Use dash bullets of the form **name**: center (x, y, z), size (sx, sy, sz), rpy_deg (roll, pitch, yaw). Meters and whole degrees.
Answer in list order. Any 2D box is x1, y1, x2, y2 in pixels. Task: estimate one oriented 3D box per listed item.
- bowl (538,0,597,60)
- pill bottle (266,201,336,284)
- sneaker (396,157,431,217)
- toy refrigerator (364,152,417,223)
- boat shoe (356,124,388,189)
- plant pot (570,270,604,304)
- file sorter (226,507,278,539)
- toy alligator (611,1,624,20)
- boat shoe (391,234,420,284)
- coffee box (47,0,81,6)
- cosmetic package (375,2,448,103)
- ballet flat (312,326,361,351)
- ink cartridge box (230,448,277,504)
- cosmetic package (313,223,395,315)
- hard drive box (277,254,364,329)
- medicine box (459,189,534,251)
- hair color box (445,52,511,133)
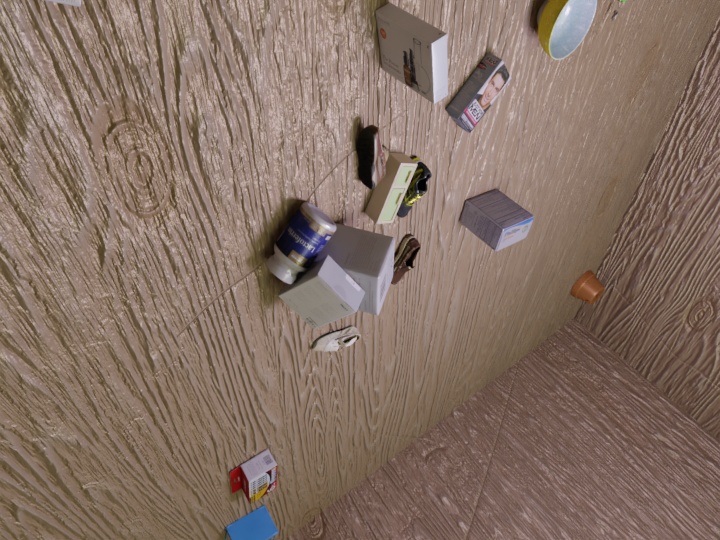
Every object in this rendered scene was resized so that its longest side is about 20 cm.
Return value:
- **bowl**: center (0.584, -0.741, 1.558), size (0.198, 0.108, 0.203), rpy_deg (-29, 144, -24)
- **pill bottle**: center (-0.163, -0.072, 1.434), size (0.202, 0.116, 0.115), rpy_deg (-53, 146, 11)
- **sneaker**: center (0.158, -0.242, 1.638), size (0.073, 0.085, 0.203), rpy_deg (-15, 137, -36)
- **toy refrigerator**: center (0.091, -0.241, 1.578), size (0.075, 0.070, 0.203), rpy_deg (-7, 131, -43)
- **boat shoe**: center (0.037, -0.315, 1.446), size (0.073, 0.076, 0.202), rpy_deg (-36, 154, -22)
- **plant pot**: center (1.497, 0.123, 3.471), size (0.197, 0.140, 0.203), rpy_deg (-28, 143, -24)
- **file sorter**: center (-0.498, 1.202, 2.406), size (0.197, 0.139, 0.124), rpy_deg (-16, 140, -37)
- **toy alligator**: center (0.858, -0.925, 1.721), size (0.053, 0.060, 0.203), rpy_deg (20, 119, -9)
- **boat shoe**: center (0.156, -0.023, 1.877), size (0.074, 0.075, 0.206), rpy_deg (-13, 135, -39)
- **coffee box**: center (-0.487, -0.425, 0.697), size (0.197, 0.114, 0.081), rpy_deg (-11, 135, -42)
- **cosmetic package**: center (0.118, -0.497, 1.214), size (0.051, 0.200, 0.152), rpy_deg (-33, 145, -17)
- **ballet flat**: center (-0.080, 0.255, 1.924), size (0.197, 0.062, 0.069), rpy_deg (-20, 140, -33)
- **ink cartridge box**: center (-0.430, 0.848, 2.149), size (0.173, 0.084, 0.203), rpy_deg (-23, 142, -30)
- **cosmetic package**: center (-0.015, -0.005, 1.543), size (0.170, 0.195, 0.168), rpy_deg (90, 18, -48)
- **hard drive box**: center (-0.111, 0.066, 1.480), size (0.198, 0.156, 0.078), rpy_deg (-24, -151, 44)
- **medicine box**: center (0.504, -0.190, 1.972), size (0.179, 0.200, 0.105), rpy_deg (-21, 141, -31)
- **hair color box**: center (0.351, -0.524, 1.574), size (0.201, 0.061, 0.098), rpy_deg (-53, 146, 10)
